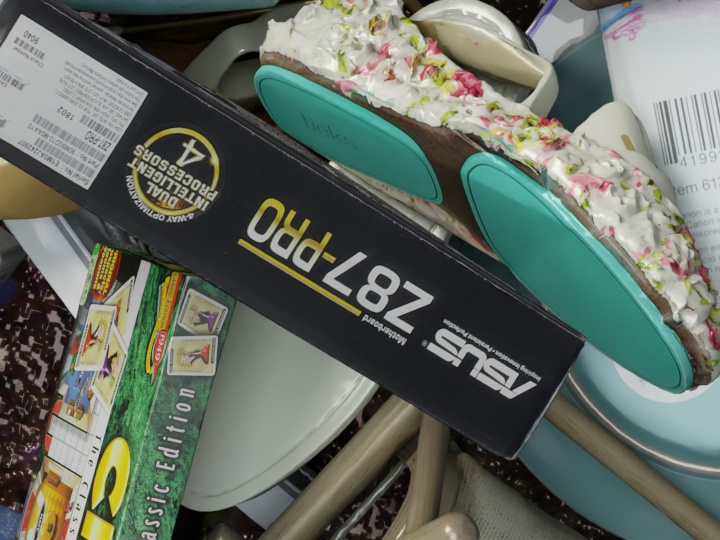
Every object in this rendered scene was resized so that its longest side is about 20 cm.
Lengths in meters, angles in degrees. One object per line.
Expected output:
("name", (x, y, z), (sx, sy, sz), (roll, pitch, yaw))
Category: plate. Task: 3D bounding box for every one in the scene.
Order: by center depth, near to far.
("plate", (0.130, 0.003, 0.985), (0.200, 0.026, 0.200), (0, 91, 6))

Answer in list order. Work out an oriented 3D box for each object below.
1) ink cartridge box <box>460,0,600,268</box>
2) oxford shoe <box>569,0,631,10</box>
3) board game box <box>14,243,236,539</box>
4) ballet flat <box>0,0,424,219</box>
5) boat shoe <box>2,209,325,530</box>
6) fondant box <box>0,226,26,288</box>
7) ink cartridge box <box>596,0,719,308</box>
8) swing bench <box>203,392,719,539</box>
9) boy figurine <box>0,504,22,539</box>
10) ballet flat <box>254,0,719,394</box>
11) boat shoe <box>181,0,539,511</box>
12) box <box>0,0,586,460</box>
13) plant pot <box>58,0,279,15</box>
("ink cartridge box", (0.142, -0.031, 1.016), (0.200, 0.043, 0.198), (36, 95, 3))
("oxford shoe", (0.100, -0.116, 0.869), (0.200, 0.071, 0.073), (14, 127, 4))
("board game box", (-0.092, 0.093, 0.945), (0.023, 0.105, 0.200), (15, 90, -26))
("ballet flat", (-0.066, -0.067, 0.986), (0.200, 0.063, 0.069), (-14, 69, -21))
("boat shoe", (-0.066, 0.005, 1.028), (0.066, 0.070, 0.200), (-39, 83, 8))
("fondant box", (-0.241, 0.028, 1.044), (0.144, 0.058, 0.200), (38, 95, 1))
("ink cartridge box", (0.153, -0.092, 0.924), (0.146, 0.083, 0.200), (-11, 88, 11))
("swing bench", (0.042, 0.158, 0.965), (0.199, 0.130, 0.200), (39, 121, -17))
("boy figurine", (-0.187, 0.108, 0.996), (0.200, 0.064, 0.124), (9, 112, -29))
("ballet flat", (0.049, -0.038, 0.885), (0.064, 0.076, 0.200), (-42, 58, -20))
("boat shoe", (0.000, 0.000, 0.978), (0.073, 0.062, 0.200), (34, 93, 19))
("box", (-0.048, -0.027, 0.833), (0.200, 0.161, 0.049), (31, 93, -23))
("plant pot", (-0.098, -0.180, 0.960), (0.200, 0.196, 0.197), (22, 95, -8))
